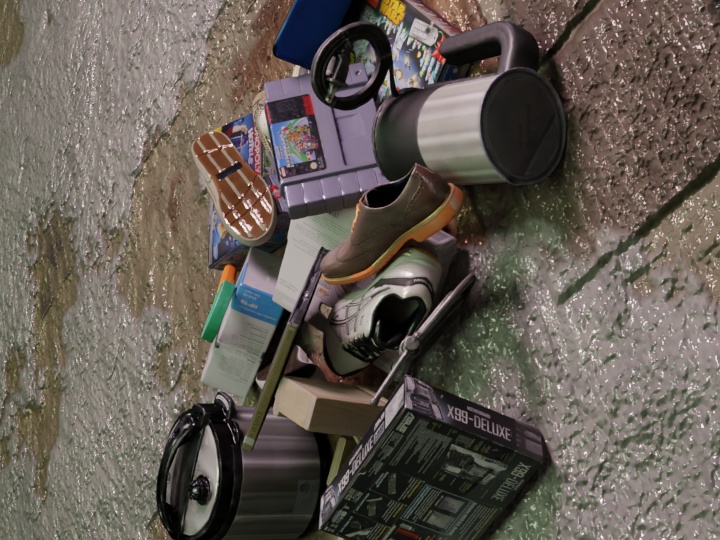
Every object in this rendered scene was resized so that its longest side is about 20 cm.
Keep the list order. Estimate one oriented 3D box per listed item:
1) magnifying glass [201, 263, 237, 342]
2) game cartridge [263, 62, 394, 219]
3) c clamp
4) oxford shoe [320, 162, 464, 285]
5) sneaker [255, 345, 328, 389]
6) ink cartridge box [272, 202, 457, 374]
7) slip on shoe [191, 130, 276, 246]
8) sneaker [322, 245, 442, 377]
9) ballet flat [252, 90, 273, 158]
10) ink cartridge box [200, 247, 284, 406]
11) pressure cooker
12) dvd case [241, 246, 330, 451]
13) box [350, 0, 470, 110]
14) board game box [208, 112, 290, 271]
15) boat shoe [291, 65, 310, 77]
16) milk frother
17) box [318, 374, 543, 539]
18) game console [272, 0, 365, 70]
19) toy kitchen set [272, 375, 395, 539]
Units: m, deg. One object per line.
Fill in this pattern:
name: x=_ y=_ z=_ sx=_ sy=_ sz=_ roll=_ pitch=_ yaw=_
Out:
magnifying glass: x=-0.182 y=0.034 z=1.717 sx=0.200 sy=0.022 sz=0.080 roll=-85 pitch=18 yaw=-72
game cartridge: x=-0.039 y=-0.153 z=1.503 sx=0.038 sy=0.129 sz=0.200 roll=86 pitch=172 yaw=-53
c clamp: x=0.061 y=0.073 z=1.361 sx=0.171 sy=0.027 sz=0.200 roll=-52 pitch=-8 yaw=-6
oxford shoe: x=0.017 y=-0.052 z=1.391 sx=0.200 sy=0.073 sz=0.071 roll=-35 pitch=25 yaw=35
sneaker: x=-0.075 y=0.153 z=1.647 sx=0.073 sy=0.085 sz=0.200 roll=-38 pitch=16 yaw=-7
ink cartridge box: x=0.000 y=0.000 z=1.509 sx=0.200 sy=0.045 sz=0.177 roll=31 pitch=122 yaw=26
slip on shoe: x=-0.163 y=-0.099 z=1.718 sx=0.200 sy=0.076 sz=0.061 roll=53 pitch=167 yaw=35
sneaker: x=0.013 y=0.060 z=1.421 sx=0.200 sy=0.076 sz=0.088 roll=-53 pitch=17 yaw=37
ballet flat: x=-0.087 y=-0.156 z=1.671 sx=0.075 sy=0.068 sz=0.200 roll=57 pitch=-172 yaw=-76
ink cartridge box: x=-0.156 y=0.085 z=1.735 sx=0.116 sy=0.068 sz=0.200 roll=-83 pitch=15 yaw=-64
pressure cooker: x=-0.159 y=0.252 z=1.637 sx=0.179 sy=0.200 sz=0.176 roll=-40 pitch=54 yaw=46
dvd case: x=-0.085 y=0.089 z=1.485 sx=0.149 sy=0.016 sz=0.200 roll=-70 pitch=1 yaw=-53
box: x=0.050 y=-0.247 z=1.547 sx=0.200 sy=0.040 sz=0.137 roll=49 pitch=124 yaw=47
board game box: x=-0.133 y=-0.110 z=1.776 sx=0.200 sy=0.062 sz=0.201 roll=-11 pitch=75 yaw=53
boat shoe: x=-0.042 y=-0.195 z=1.658 sx=0.065 sy=0.073 sz=0.200 roll=-26 pitch=54 yaw=24
milk frother: x=0.075 y=-0.173 z=1.351 sx=0.188 sy=0.200 sz=0.181 roll=-1 pitch=92 yaw=55
box: x=0.070 y=0.215 z=1.342 sx=0.050 sy=0.157 sz=0.200 roll=-88 pitch=24 yaw=-53
game console: x=-0.051 y=-0.353 z=1.604 sx=0.200 sy=0.118 sz=0.171 roll=-62 pitch=33 yaw=10
toy kitchen set: x=-0.039 y=0.222 z=1.481 sx=0.163 sy=0.180 sz=0.201 roll=23 pitch=100 yaw=56
